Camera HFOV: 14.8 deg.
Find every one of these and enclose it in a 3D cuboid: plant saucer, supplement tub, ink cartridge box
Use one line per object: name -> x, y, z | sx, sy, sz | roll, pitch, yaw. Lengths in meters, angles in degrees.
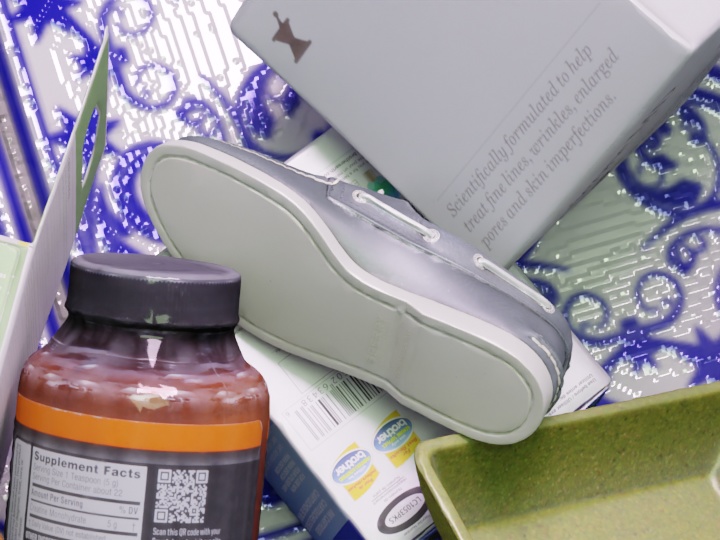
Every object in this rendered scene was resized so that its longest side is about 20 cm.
plant saucer -> 0.133, 0.150, 1.161 | 0.199, 0.048, 0.200 | -9, 56, -35
supplement tub -> -0.092, 0.096, 1.140 | 0.107, 0.107, 0.201 | 6, 96, -7
ink cartridge box -> 0.013, 0.046, 1.219 | 0.136, 0.076, 0.200 | -37, 80, -17
ink cartridge box -> -0.153, 0.007, 1.168 | 0.048, 0.146, 0.201 | 14, 72, -2

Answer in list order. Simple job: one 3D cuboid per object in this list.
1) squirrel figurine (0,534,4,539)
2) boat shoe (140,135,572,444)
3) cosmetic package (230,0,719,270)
squirrel figurine -> -0.195, 0.176, 1.042 | 0.186, 0.142, 0.200 | -36, 83, -23
boat shoe -> 0.000, 0.000, 1.165 | 0.200, 0.073, 0.062 | 31, 40, 10
cosmetic package -> 0.085, -0.138, 1.202 | 0.165, 0.165, 0.200 | 43, 44, 5
